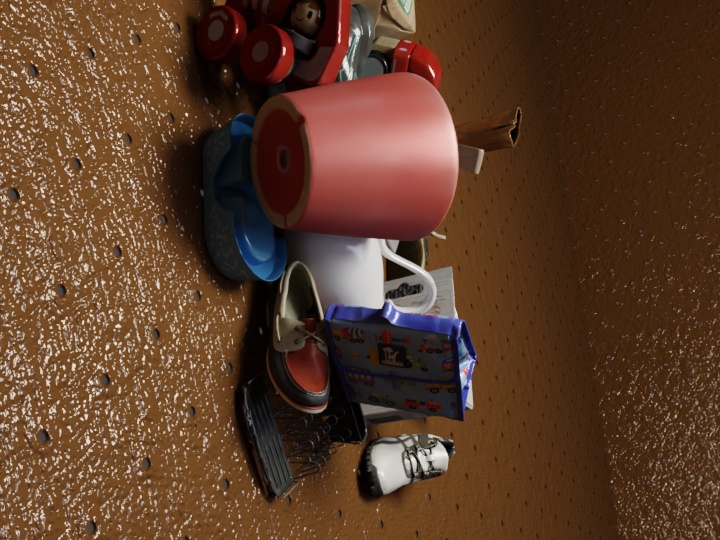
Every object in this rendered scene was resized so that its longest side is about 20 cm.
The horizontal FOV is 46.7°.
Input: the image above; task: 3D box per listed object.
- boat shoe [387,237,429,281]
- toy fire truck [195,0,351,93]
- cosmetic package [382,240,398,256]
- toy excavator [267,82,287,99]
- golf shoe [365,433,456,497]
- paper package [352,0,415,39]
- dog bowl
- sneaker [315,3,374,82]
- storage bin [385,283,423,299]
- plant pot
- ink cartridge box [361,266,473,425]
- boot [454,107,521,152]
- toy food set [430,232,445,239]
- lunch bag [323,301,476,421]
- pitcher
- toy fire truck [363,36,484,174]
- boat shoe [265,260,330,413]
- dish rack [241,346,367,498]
[{"bbox_3d":[0.088,-0.032,1.418,0.065,0.072,0.202,39,43,-46],"label":"boat shoe"},{"bbox_3d":[-0.091,-0.303,0.997,0.112,0.199,0.170,10,106,-56],"label":"toy fire truck"},{"bbox_3d":[0.018,-0.113,1.295,0.108,0.089,0.201,63,30,-27],"label":"cosmetic package"},{"bbox_3d":[-0.075,-0.201,1.137,0.194,0.099,0.203,-13,98,-65],"label":"toy excavator"},{"bbox_3d":[0.074,0.270,1.203,0.199,0.093,0.079,-9,87,-65],"label":"golf shoe"},{"bbox_3d":[-0.018,-0.434,1.252,0.103,0.188,0.203,40,44,-51],"label":"paper package"},{"bbox_3d":[-0.137,-0.081,0.972,0.111,0.049,0.203,29,51,-59],"label":"dog bowl"},{"bbox_3d":[-0.032,-0.241,1.073,0.079,0.075,0.203,-3,95,-41],"label":"sneaker"},{"bbox_3d":[0.095,0.118,1.331,0.200,0.093,0.137,50,35,-47],"label":"storage bin"},{"bbox_3d":[-0.016,-0.125,0.942,0.175,0.200,0.203,-7,82,-33],"label":"plant pot"},{"bbox_3d":[0.074,0.110,1.199,0.057,0.161,0.202,46,37,-50],"label":"ink cartridge box"},{"bbox_3d":[0.153,-0.224,1.309,0.069,0.198,0.189,62,26,-22],"label":"boot"},{"bbox_3d":[0.134,-0.159,1.490,0.144,0.059,0.203,-129,-141,-82],"label":"toy food set"},{"bbox_3d":[0.048,0.086,0.956,0.201,0.148,0.095,70,31,-59],"label":"lunch bag"},{"bbox_3d":[0.000,0.000,1.093,0.202,0.170,0.121,66,-7,-25],"label":"pitcher"},{"bbox_3d":[0.086,-0.221,1.191,0.129,0.197,0.178,-67,168,-61],"label":"toy fire truck"},{"bbox_3d":[-0.068,0.072,0.951,0.070,0.063,0.201,15,34,-24],"label":"boat shoe"},{"bbox_3d":[-0.067,0.167,0.991,0.200,0.054,0.155,-32,106,-64],"label":"dish rack"}]
